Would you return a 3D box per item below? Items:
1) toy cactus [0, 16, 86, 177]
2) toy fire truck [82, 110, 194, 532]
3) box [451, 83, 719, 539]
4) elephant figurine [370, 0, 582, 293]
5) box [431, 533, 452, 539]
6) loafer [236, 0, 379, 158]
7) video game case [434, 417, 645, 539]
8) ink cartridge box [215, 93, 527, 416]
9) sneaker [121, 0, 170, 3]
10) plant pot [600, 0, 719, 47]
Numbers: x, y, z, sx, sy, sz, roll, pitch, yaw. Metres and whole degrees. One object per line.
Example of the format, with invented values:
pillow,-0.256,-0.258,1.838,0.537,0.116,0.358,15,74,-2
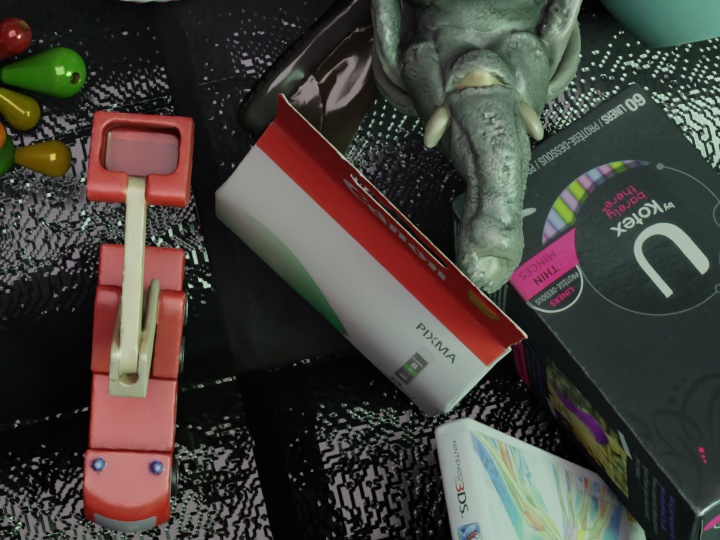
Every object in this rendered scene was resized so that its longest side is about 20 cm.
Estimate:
toy cactus,-0.246,-0.077,1.098,0.200,0.102,0.165,-38,78,2
toy fire truck,-0.112,0.030,1.063,0.049,0.141,0.201,3,84,-3
box,0.149,0.029,1.065,0.122,0.106,0.200,-34,69,-12
elephant figurine,0.054,-0.116,1.031,0.141,0.155,0.201,18,120,36
box,0.052,0.236,1.054,0.079,0.141,0.201,-17,86,-7
loafer,0.023,-0.131,1.130,0.071,0.073,0.200,44,88,-8
video game case,0.103,0.176,1.023,0.022,0.200,0.183,-20,66,25
ink cartridge box,0.000,0.000,1.043,0.161,0.200,0.050,44,85,2
sneaker,-0.058,-0.205,1.113,0.199,0.086,0.081,-22,85,2
plant pot,0.187,-0.205,1.084,0.200,0.201,0.162,-16,97,-5
